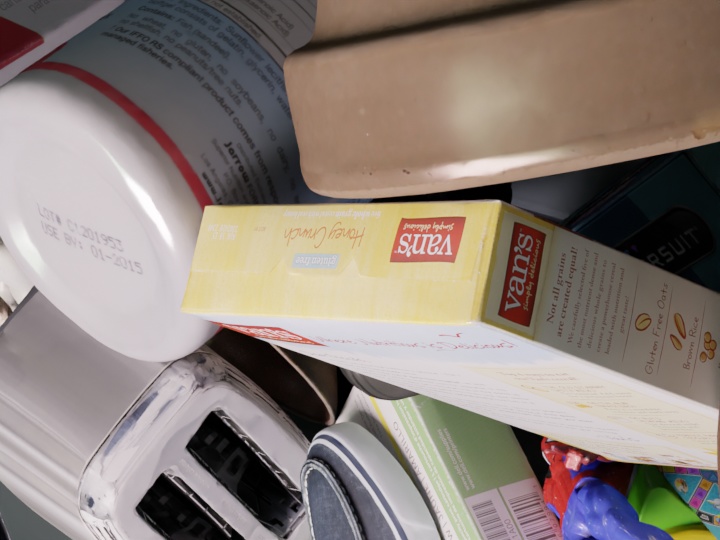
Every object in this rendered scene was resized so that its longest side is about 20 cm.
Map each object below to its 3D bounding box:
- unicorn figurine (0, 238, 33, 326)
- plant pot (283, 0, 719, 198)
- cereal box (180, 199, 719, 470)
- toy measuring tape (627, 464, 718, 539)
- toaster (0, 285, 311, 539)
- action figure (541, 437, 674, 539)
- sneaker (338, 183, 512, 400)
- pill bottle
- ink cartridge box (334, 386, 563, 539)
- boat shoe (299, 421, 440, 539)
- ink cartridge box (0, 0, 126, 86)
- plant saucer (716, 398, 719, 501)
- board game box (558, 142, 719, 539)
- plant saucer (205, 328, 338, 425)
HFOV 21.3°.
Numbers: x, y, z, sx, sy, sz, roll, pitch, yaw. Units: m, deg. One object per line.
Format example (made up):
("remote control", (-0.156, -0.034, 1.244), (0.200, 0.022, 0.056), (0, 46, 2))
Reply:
("unicorn figurine", (-0.179, -0.001, 1.009), (0.138, 0.073, 0.201), (49, 161, 32))
("plant pot", (0.064, -0.127, 0.557), (0.199, 0.199, 0.177), (-1, 103, 49))
("cereal box", (0.063, 0.025, 0.595), (0.199, 0.040, 0.143), (22, 167, -37))
("toy measuring tape", (0.127, 0.164, 0.806), (0.073, 0.073, 0.202), (26, 110, 30))
("toaster", (-0.101, 0.084, 0.911), (0.129, 0.114, 0.200), (28, 162, 42))
("action figure", (0.090, 0.100, 0.745), (0.051, 0.200, 0.066), (13, 103, -1))
("sneaker", (-0.002, -0.002, 0.747), (0.103, 0.200, 0.060), (-21, 113, 28))
("pill bottle", (-0.032, -0.065, 0.686), (0.108, 0.200, 0.109), (28, 140, 27))
("ink cartridge box", (0.030, 0.137, 0.899), (0.146, 0.048, 0.201), (63, 151, 26))
("boat shoe", (-0.003, 0.167, 0.822), (0.202, 0.090, 0.071), (68, 154, 16))
("ink cartridge box", (-0.212, -0.131, 0.750), (0.200, 0.146, 0.083), (43, 133, 4))
("plant saucer", (0.174, 0.031, 0.559), (0.034, 0.199, 0.202), (29, 144, 55))
("board game box", (0.158, 0.045, 0.698), (0.200, 0.047, 0.151), (50, 153, 0))
("plant saucer", (-0.084, 0.000, 0.903), (0.199, 0.032, 0.200), (35, 167, 9))
